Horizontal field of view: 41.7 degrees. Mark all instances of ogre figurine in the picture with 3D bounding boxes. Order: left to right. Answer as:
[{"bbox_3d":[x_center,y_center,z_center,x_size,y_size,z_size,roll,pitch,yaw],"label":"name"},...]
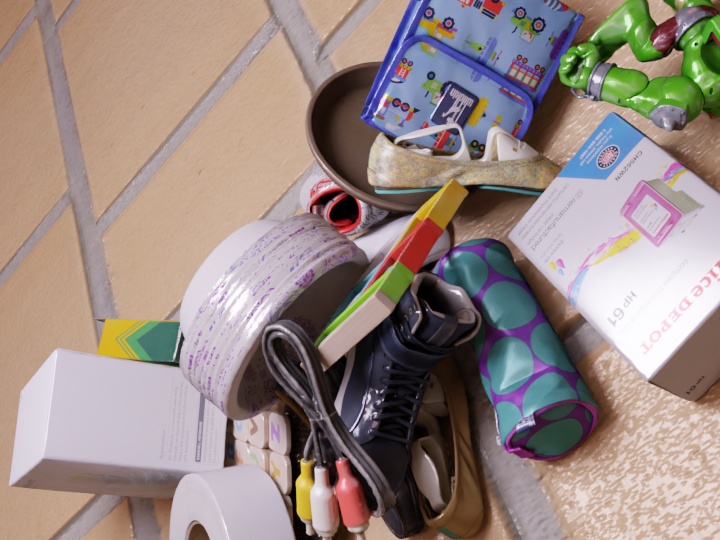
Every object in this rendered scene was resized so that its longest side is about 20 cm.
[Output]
[{"bbox_3d":[0.279,-0.188,0.797,0.120,0.199,0.098,57,156,30],"label":"ogre figurine"}]

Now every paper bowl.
[{"bbox_3d":[-0.091,0.033,0.896,0.104,0.200,0.201,38,102,16],"label":"paper bowl"}]

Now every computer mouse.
[{"bbox_3d":[0.000,0.000,0.992,0.199,0.044,0.110,-32,74,10],"label":"computer mouse"}]

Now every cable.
[{"bbox_3d":[-0.032,0.141,0.784,0.097,0.050,0.202,-2,112,41],"label":"cable"}]

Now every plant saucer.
[{"bbox_3d":[0.040,-0.136,0.979,0.030,0.198,0.201,108,155,-55],"label":"plant saucer"}]

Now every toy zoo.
[{"bbox_3d":[0.028,-0.003,0.827,0.131,0.020,0.200,-44,8,47],"label":"toy zoo"}]

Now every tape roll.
[{"bbox_3d":[-0.131,0.305,0.966,0.202,0.070,0.205,6,97,60],"label":"tape roll"}]

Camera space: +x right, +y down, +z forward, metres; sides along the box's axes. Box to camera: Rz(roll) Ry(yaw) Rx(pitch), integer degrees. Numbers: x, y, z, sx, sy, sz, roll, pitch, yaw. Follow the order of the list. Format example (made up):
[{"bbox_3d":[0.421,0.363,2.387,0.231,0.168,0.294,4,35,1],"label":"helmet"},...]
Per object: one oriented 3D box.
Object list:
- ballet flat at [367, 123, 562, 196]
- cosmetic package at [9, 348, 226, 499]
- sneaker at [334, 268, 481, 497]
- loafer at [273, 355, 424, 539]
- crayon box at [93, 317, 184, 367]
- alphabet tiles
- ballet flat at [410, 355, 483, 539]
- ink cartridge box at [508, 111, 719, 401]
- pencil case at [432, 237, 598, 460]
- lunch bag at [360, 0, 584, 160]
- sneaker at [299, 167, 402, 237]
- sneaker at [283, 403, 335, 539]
[{"bbox_3d":[0.106,-0.104,0.887,0.198,0.071,0.071,1,68,0],"label":"ballet flat"},{"bbox_3d":[-0.280,0.185,1.085,0.199,0.198,0.124,-35,48,55],"label":"cosmetic package"},{"bbox_3d":[0.039,0.097,0.828,0.146,0.076,0.204,-35,46,54],"label":"sneaker"},{"bbox_3d":[-0.011,0.174,0.901,0.201,0.072,0.073,58,151,5],"label":"loafer"},{"bbox_3d":[-0.233,0.099,1.167,0.199,0.125,0.052,-1,73,45],"label":"crayon box"},{"bbox_3d":[-0.116,0.207,1.021,0.195,0.014,0.202,179,90,-64],"label":"alphabet tiles"},{"bbox_3d":[0.070,0.151,0.893,0.068,0.063,0.201,-36,51,31],"label":"ballet flat"},{"bbox_3d":[0.241,-0.014,0.780,0.145,0.084,0.200,-52,46,15],"label":"ink cartridge box"},{"bbox_3d":[0.132,0.068,0.852,0.092,0.085,0.201,-32,51,13],"label":"pencil case"},{"bbox_3d":[0.100,-0.190,0.930,0.201,0.150,0.094,-65,12,4],"label":"lunch bag"},{"bbox_3d":[-0.031,-0.078,1.042,0.200,0.107,0.068,1,109,48],"label":"sneaker"},{"bbox_3d":[-0.035,0.214,0.975,0.070,0.075,0.202,11,102,42],"label":"sneaker"}]
